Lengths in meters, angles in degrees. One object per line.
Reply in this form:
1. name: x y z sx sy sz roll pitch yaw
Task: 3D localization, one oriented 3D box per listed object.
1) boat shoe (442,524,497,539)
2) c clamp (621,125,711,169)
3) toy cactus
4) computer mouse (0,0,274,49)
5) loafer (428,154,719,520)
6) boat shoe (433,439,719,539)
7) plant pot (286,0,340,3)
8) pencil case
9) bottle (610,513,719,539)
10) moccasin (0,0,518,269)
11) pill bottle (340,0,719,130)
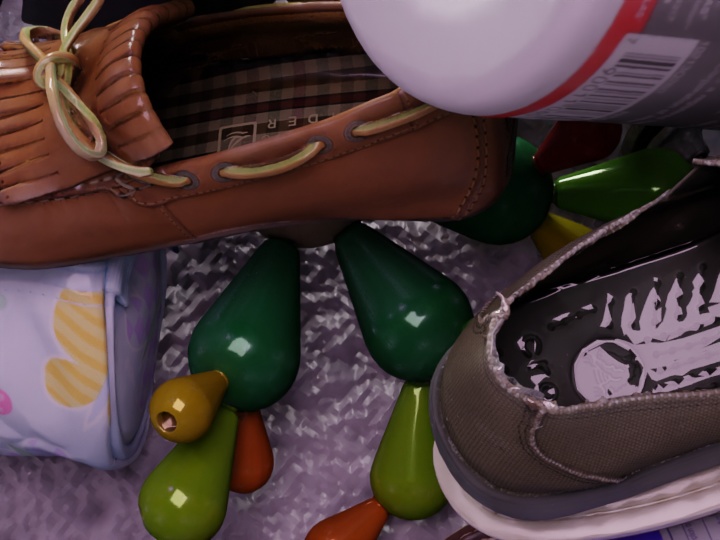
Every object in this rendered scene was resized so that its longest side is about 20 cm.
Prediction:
1. boat shoe: -0.007 0.150 0.730 0.072 0.072 0.200 40 80 19
2. c clamp: 0.147 -0.018 0.767 0.171 0.027 0.200 -48 59 21
3. toy cactus: 0.000 0.000 0.764 0.200 0.102 0.165 -37 77 2
4. computer mouse: -0.101 -0.080 0.805 0.199 0.034 0.059 -1 22 43
5. loafer: 0.112 0.004 0.626 0.199 0.070 0.075 -25 73 -4
6. boat shoe: 0.112 0.020 0.690 0.199 0.060 0.072 -30 73 -5
7. plant pot: 0.033 -0.173 0.788 0.199 0.201 0.190 -6 86 6
8. pencil case: -0.158 0.015 0.790 0.199 0.091 0.084 2 71 9
9. bottle: 0.094 0.104 0.686 0.199 0.065 0.084 -16 55 -3
10. moccasin: -0.057 -0.044 0.712 0.200 0.078 0.074 0 54 12
11. pill bottle: 0.100 -0.094 0.670 0.199 0.114 0.114 0 62 -39
